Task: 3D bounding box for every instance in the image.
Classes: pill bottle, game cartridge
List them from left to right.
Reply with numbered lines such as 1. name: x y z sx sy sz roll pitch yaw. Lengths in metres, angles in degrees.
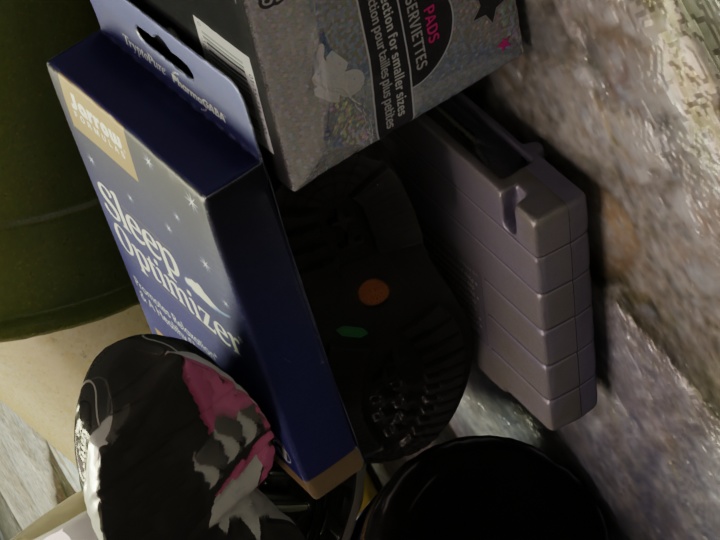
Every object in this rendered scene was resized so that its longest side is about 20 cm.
1. game cartridge: 0.028 -0.034 1.029 0.200 0.038 0.130 44 159 38
2. pill bottle: 0.038 0.153 1.148 0.112 0.112 0.200 57 160 9

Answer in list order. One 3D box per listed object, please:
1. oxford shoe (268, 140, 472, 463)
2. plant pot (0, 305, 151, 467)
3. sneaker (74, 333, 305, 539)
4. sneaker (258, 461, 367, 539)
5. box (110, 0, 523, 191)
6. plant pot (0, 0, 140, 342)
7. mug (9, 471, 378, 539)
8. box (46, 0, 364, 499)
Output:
1. oxford shoe: 0.000 0.000 1.022 0.084 0.073 0.200 -111 7 -46
2. plant pot: -0.153 0.001 1.322 0.184 0.200 0.200 48 160 0
3. sneaker: -0.086 0.077 0.999 0.086 0.080 0.200 47 164 27
4. sneaker: -0.020 0.075 1.128 0.074 0.200 0.079 3 156 20
5. box: -0.030 -0.154 0.879 0.132 0.115 0.200 40 154 42
6. plant pot: -0.175 -0.091 1.099 0.200 0.200 0.190 31 132 53
7. mug: -0.069 0.161 1.268 0.153 0.186 0.149 59 177 -2
8. box: -0.064 -0.013 0.962 0.121 0.032 0.200 39 154 43
